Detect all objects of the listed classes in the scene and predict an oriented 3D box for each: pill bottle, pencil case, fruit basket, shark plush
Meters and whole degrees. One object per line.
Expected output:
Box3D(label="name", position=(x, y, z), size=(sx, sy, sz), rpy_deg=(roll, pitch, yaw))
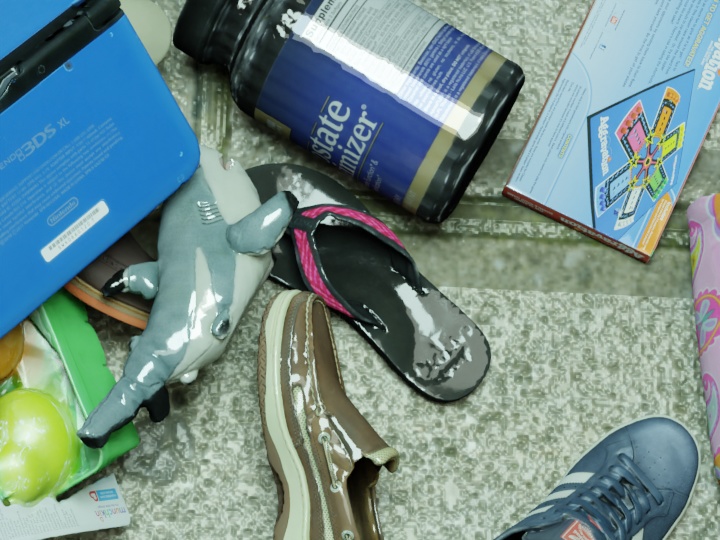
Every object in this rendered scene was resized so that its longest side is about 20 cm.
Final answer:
Box3D(label="pill bottle", position=(-0.009, -0.124, 1.408), size=(0.200, 0.112, 0.112), rpy_deg=(31, 74, 4))
Box3D(label="pencil case", position=(0.250, 0.048, 1.399), size=(0.087, 0.087, 0.201), rpy_deg=(-5, 75, -6))
Box3D(label="fruit basket", position=(-0.226, 0.073, 1.299), size=(0.200, 0.094, 0.186), rpy_deg=(-8, 70, -53))
Box3D(label="shark plush", position=(-0.112, 0.020, 1.340), size=(0.083, 0.091, 0.200), rpy_deg=(27, 73, 1))

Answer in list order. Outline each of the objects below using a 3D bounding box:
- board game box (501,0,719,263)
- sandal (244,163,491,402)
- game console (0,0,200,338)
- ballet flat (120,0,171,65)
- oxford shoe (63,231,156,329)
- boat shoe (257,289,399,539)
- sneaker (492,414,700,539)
Box3D(label="board game box", position=(0.177, -0.114, 1.469), size=(0.103, 0.019, 0.200), rpy_deg=(25, 73, 4))
Box3D(label="sandal", position=(0.000, 0.000, 1.407), size=(0.200, 0.045, 0.075), rpy_deg=(40, 76, 7))
Box3D(label="game console", position=(-0.221, -0.076, 1.296), size=(0.200, 0.118, 0.171), rpy_deg=(-42, 117, -27))
Box3D(label="ballet flat", position=(-0.210, -0.132, 1.370), size=(0.199, 0.069, 0.070), rpy_deg=(-10, 75, -8))
Box3D(label="oxford shoe", position=(-0.165, -0.034, 1.358), size=(0.200, 0.071, 0.073), rpy_deg=(38, 97, -22))
Box3D(label="boat shoe", position=(-0.011, 0.110, 1.355), size=(0.075, 0.075, 0.203), rpy_deg=(-8, 84, 19))
Box3D(label="sneaker", position=(0.131, 0.157, 1.353), size=(0.075, 0.085, 0.200), rpy_deg=(44, 75, 8))
